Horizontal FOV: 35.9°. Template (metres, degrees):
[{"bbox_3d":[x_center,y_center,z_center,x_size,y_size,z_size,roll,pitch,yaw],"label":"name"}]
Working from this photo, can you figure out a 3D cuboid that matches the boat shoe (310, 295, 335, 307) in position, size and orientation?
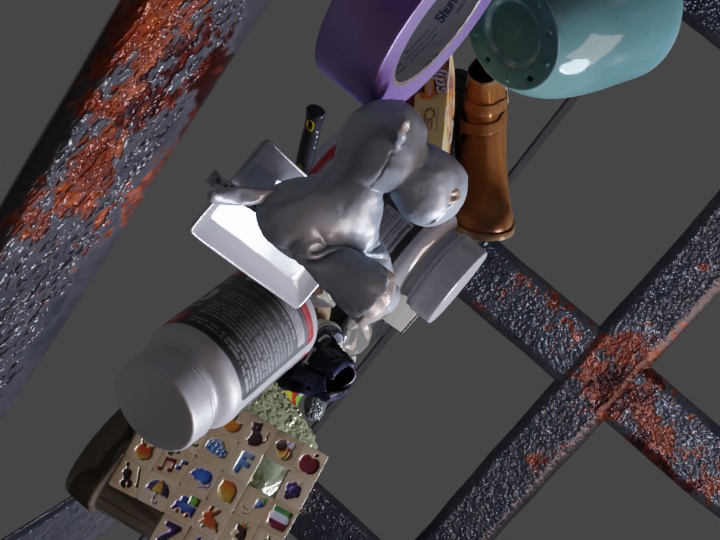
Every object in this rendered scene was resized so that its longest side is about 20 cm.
[{"bbox_3d":[-0.072,-0.008,1.300,0.200,0.075,0.072,58,39,-75],"label":"boat shoe"}]

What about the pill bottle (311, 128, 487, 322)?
[{"bbox_3d":[0.028,-0.046,1.170,0.114,0.200,0.114,-48,171,-10],"label":"pill bottle"}]

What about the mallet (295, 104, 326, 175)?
[{"bbox_3d":[-0.068,-0.088,1.091,0.041,0.066,0.200,-44,154,-38],"label":"mallet"}]

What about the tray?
[{"bbox_3d":[-0.077,-0.042,1.041,0.107,0.022,0.200,-49,146,0],"label":"tray"}]

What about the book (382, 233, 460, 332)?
[{"bbox_3d":[0.084,-0.035,1.335,0.134,0.048,0.200,-47,-166,30],"label":"book"}]

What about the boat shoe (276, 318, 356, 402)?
[{"bbox_3d":[-0.040,0.114,1.351,0.200,0.092,0.075,-28,131,-66],"label":"boat shoe"}]

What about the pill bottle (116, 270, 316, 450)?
[{"bbox_3d":[-0.142,0.085,1.113,0.200,0.114,0.114,-39,166,-48],"label":"pill bottle"}]

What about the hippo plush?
[{"bbox_3d":[-0.004,-0.072,0.943,0.161,0.200,0.159,-47,-164,6],"label":"hippo plush"}]

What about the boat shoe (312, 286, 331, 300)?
[{"bbox_3d":[0.000,0.006,1.291,0.202,0.075,0.075,-35,127,-77],"label":"boat shoe"}]

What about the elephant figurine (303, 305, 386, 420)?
[{"bbox_3d":[-0.036,0.084,1.569,0.141,0.155,0.200,-25,-156,53],"label":"elephant figurine"}]

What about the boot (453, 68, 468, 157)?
[{"bbox_3d":[0.090,-0.151,1.427,0.200,0.076,0.168,-55,167,-4],"label":"boot"}]

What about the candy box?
[{"bbox_3d":[0.073,-0.162,1.213,0.200,0.055,0.116,48,48,-81],"label":"candy box"}]

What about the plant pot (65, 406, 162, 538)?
[{"bbox_3d":[-0.208,0.237,1.280,0.200,0.173,0.200,-47,170,-11],"label":"plant pot"}]

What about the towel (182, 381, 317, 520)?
[{"bbox_3d":[-0.145,0.158,1.213,0.148,0.200,0.036,-44,-167,-33],"label":"towel"}]

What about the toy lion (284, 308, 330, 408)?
[{"bbox_3d":[-0.106,0.136,1.407,0.200,0.068,0.192,-32,127,-65],"label":"toy lion"}]

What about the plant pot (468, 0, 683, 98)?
[{"bbox_3d":[0.211,-0.274,1.183,0.161,0.201,0.201,-29,161,-33],"label":"plant pot"}]

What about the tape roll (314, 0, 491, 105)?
[{"bbox_3d":[0.050,-0.232,0.954,0.200,0.066,0.200,-47,171,-10],"label":"tape roll"}]

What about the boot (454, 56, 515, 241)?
[{"bbox_3d":[0.136,-0.137,1.241,0.200,0.073,0.155,-97,-171,-55],"label":"boot"}]

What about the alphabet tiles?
[{"bbox_3d":[-0.155,0.225,1.172,0.167,0.200,0.008,-61,-162,-9],"label":"alphabet tiles"}]
